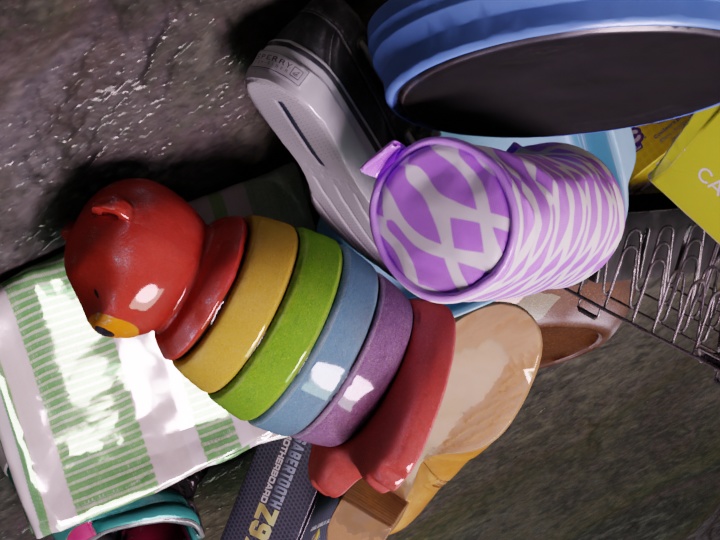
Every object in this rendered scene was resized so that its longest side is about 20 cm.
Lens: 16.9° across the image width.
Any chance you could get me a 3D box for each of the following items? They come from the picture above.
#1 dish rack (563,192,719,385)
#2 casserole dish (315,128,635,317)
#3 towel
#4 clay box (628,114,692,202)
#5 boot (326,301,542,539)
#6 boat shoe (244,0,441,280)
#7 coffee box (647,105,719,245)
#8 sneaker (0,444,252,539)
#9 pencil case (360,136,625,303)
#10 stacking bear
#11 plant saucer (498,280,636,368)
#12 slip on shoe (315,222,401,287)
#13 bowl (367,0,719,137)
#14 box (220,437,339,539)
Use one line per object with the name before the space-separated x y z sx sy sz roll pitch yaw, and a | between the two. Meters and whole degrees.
dish rack | 0.214 0.013 1.409 0.153 0.200 0.055 -7 116 -38
casserole dish | 0.060 -0.045 1.352 0.200 0.121 0.039 -23 -163 -18
towel | -0.105 0.046 1.310 0.200 0.023 0.153 -21 112 -13
clay box | 0.161 -0.045 1.533 0.200 0.048 0.115 -38 155 22
boot | 0.050 0.075 1.444 0.201 0.071 0.144 -55 180 24
boat shoe | 0.010 -0.062 1.237 0.071 0.072 0.200 -52 146 -16
coffee box | 0.322 -0.083 1.364 0.198 0.200 0.200 -31 160 -49
sneaker | -0.118 0.138 1.473 0.200 0.121 0.084 -4 145 -47
pencil case | 0.071 -0.030 1.219 0.084 0.086 0.200 -37 170 17
stacking bear | -0.061 0.023 1.253 0.114 0.200 0.121 -66 -163 -16
plant saucer | 0.079 0.041 1.538 0.200 0.032 0.200 -9 166 -2
slip on shoe | 0.000 0.000 1.387 0.200 0.076 0.061 -20 167 -31
bowl | 0.104 -0.104 1.148 0.200 0.039 0.201 -5 169 -1
box | -0.033 0.147 1.528 0.158 0.051 0.200 -68 168 7
